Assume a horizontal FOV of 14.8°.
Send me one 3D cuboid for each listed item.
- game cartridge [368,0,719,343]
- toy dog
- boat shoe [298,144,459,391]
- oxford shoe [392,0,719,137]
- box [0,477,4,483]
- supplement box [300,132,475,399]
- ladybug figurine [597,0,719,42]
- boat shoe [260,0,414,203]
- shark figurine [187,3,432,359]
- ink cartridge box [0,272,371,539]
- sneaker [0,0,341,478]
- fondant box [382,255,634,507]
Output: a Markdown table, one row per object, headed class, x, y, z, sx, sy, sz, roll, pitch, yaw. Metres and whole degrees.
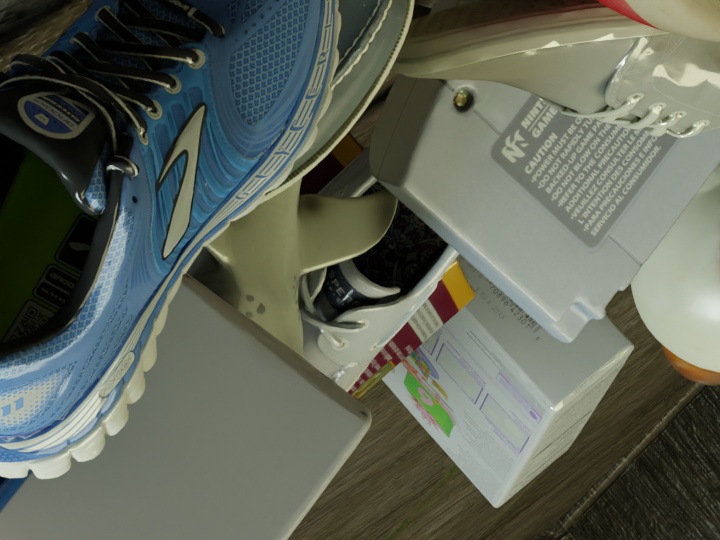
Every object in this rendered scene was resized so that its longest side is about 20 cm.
| class | x | y | z | sx | sy | sz | roll | pitch | yaw |
| --- | --- | --- | --- | --- | --- | --- | --- | --- | --- |
| game cartridge | 0.096 | -0.087 | 1.056 | 0.200 | 0.133 | 0.042 | -52 | -152 | -5 |
| toy dog | 0.136 | -0.048 | 1.243 | 0.194 | 0.200 | 0.140 | -33 | 166 | -38 |
| boat shoe | 0.000 | 0.000 | 1.141 | 0.200 | 0.072 | 0.069 | -42 | -178 | 8 |
| oxford shoe | 0.100 | -0.075 | 0.999 | 0.200 | 0.058 | 0.075 | -7 | -167 | -33 |
| box | -0.131 | 0.118 | 1.146 | 0.200 | 0.121 | 0.032 | 72 | 33 | -66 |
| supplement box | -0.052 | 0.038 | 1.242 | 0.200 | 0.086 | 0.110 | -41 | 169 | -1 |
| ladybug figurine | 0.089 | -0.143 | 0.902 | 0.072 | 0.136 | 0.200 | -5 | 158 | 30 |
| boat shoe | -0.066 | -0.047 | 0.897 | 0.200 | 0.073 | 0.062 | -34 | 173 | -5 |
| shark figurine | -0.037 | -0.047 | 1.056 | 0.089 | 0.128 | 0.215 | -7 | -132 | 47 |
| ink cartridge box | -0.086 | 0.097 | 0.941 | 0.145 | 0.084 | 0.200 | -53 | -179 | -17 |
| sneaker | -0.069 | -0.039 | 0.806 | 0.200 | 0.078 | 0.089 | -65 | 162 | -14 |
| fondant box | 0.057 | 0.031 | 1.440 | 0.058 | 0.144 | 0.200 | -38 | 169 | -17 |
